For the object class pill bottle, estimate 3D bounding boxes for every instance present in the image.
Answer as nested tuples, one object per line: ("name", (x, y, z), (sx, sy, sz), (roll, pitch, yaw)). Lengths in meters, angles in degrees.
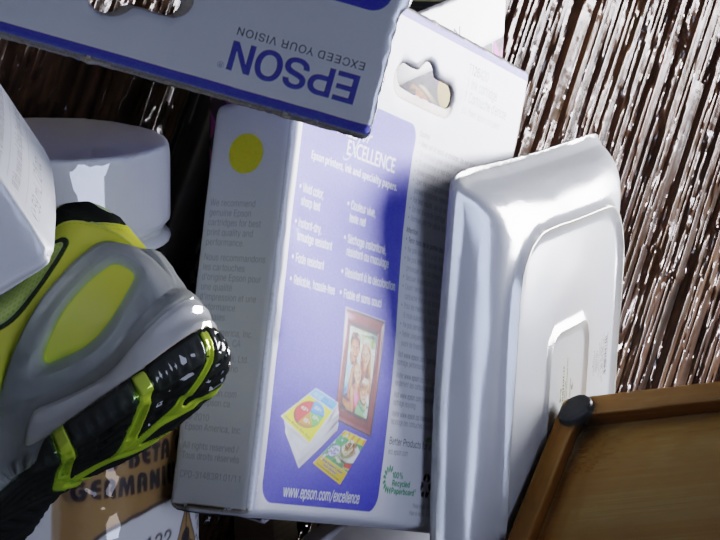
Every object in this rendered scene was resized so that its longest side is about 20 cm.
("pill bottle", (-0.115, 0.049, 0.854), (0.114, 0.114, 0.200), (-12, 109, -46))

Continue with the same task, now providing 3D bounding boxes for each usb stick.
("usb stick", (-0.069, -0.010, 0.953), (0.055, 0.033, 0.200), (25, 82, -45))

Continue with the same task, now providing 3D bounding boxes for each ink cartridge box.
("ink cartridge box", (0.000, 0.000, 0.907), (0.198, 0.047, 0.200), (17, 77, -62))
("ink cartridge box", (-0.064, -0.166, 0.797), (0.047, 0.197, 0.200), (-60, 166, -89))

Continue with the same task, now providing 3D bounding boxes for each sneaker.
("sneaker", (-0.137, 0.054, 0.772), (0.200, 0.076, 0.075), (-33, 165, 10))

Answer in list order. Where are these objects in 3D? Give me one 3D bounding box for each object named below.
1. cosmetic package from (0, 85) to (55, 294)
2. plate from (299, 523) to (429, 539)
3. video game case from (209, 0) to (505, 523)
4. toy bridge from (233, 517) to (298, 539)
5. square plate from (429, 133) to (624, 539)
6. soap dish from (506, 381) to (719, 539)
("cosmetic package", (-0.176, -0.082, 0.709), (0.074, 0.102, 0.200), (-29, 113, 3))
("plate", (0.020, 0.158, 1.075), (0.200, 0.032, 0.200), (-36, 138, -40))
("video game case", (0.000, -0.016, 0.995), (0.181, 0.036, 0.200), (-27, 126, -51))
("toy bridge", (-0.041, 0.123, 1.025), (0.200, 0.027, 0.067), (-23, 119, -44))
("square plate", (0.077, 0.048, 1.002), (0.198, 0.028, 0.200), (-19, 114, -66))
("soap dish", (0.148, 0.112, 0.917), (0.081, 0.200, 0.157), (58, 40, -30))
